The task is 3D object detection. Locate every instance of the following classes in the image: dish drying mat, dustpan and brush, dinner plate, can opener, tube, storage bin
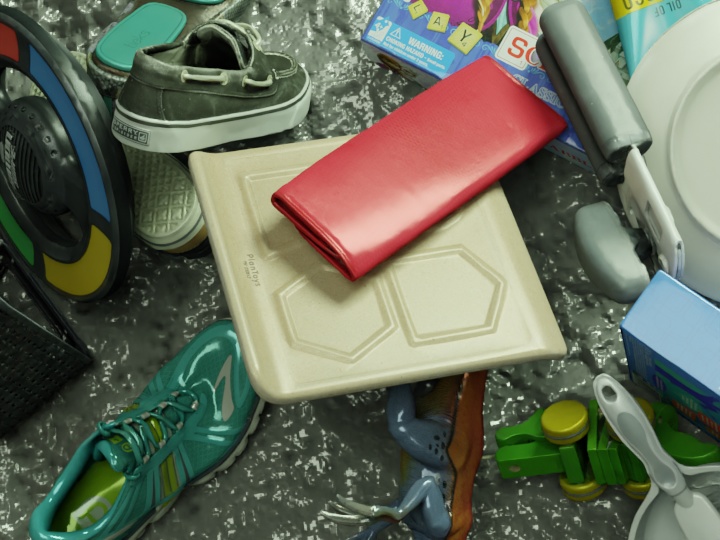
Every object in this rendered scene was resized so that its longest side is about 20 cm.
[{"bbox_3d":[0.038,-0.066,1.168,0.077,0.018,0.199,41,53,19],"label":"dish drying mat"},{"bbox_3d":[0.195,0.140,1.111,0.139,0.057,0.201,-33,92,17],"label":"dustpan and brush"},{"bbox_3d":[0.258,-0.076,1.190,0.198,0.024,0.203,0,92,3],"label":"dinner plate"},{"bbox_3d":[0.142,-0.073,1.164,0.066,0.054,0.201,-17,62,-10],"label":"can opener"},{"bbox_3d":[0.178,-0.218,1.221,0.077,0.050,0.202,-21,81,10],"label":"tube"},{"bbox_3d":[-0.266,0.020,1.204,0.094,0.200,0.135,-39,72,-2],"label":"storage bin"}]

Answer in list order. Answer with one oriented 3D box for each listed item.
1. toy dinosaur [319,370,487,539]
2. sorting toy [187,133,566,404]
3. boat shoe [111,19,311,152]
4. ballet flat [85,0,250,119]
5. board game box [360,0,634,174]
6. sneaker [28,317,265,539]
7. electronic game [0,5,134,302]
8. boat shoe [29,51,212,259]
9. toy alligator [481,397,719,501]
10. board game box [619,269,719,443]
[{"bbox_3d":[0.044,0.131,1.141,0.199,0.105,0.183,-28,79,11],"label":"toy dinosaur"},{"bbox_3d":[0.007,-0.006,1.147,0.198,0.037,0.186,-6,53,-18],"label":"sorting toy"},{"bbox_3d":[-0.084,-0.123,1.210,0.070,0.200,0.064,22,112,19],"label":"boat shoe"},{"bbox_3d":[-0.125,-0.163,1.282,0.071,0.073,0.201,21,44,15],"label":"ballet flat"},{"bbox_3d":[0.133,-0.189,1.264,0.199,0.041,0.201,27,82,15],"label":"board game box"},{"bbox_3d":[-0.134,0.114,1.219,0.077,0.080,0.200,40,85,17],"label":"sneaker"},{"bbox_3d":[-0.208,-0.074,1.231,0.041,0.201,0.201,-26,69,-30],"label":"electronic game"},{"bbox_3d":[-0.160,-0.075,1.283,0.075,0.062,0.200,-45,57,0],"label":"boat shoe"},{"bbox_3d":[0.129,0.105,1.188,0.198,0.060,0.054,-4,36,23],"label":"toy alligator"},{"bbox_3d":[0.247,0.089,1.114,0.199,0.152,0.045,36,84,16],"label":"board game box"}]
